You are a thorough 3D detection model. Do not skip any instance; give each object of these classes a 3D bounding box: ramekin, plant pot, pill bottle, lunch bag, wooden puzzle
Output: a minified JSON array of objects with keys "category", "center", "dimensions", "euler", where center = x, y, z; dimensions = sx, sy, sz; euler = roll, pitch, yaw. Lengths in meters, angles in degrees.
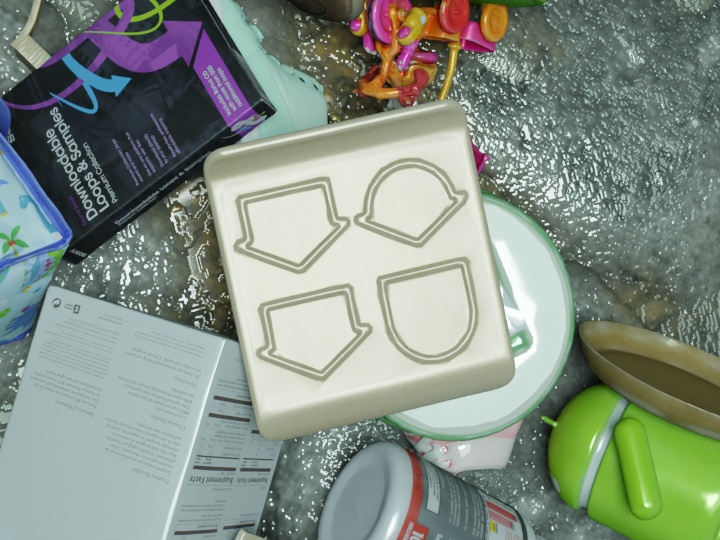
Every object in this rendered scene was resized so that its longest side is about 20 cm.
[{"category":"ramekin","center":[0.066,0.031,0.834],"dimensions":[0.196,0.098,0.204],"euler":[0,92,-5]},{"category":"plant pot","center":[0.271,0.096,0.919],"dimensions":[0.197,0.200,0.028],"euler":[17,105,-12]},{"category":"pill bottle","center":[0.072,0.230,0.896],"dimensions":[0.198,0.115,0.117],"euler":[31,83,-23]},{"category":"lunch bag","center":[-0.309,-0.046,0.784],"dimensions":[0.127,0.170,0.201],"euler":[-34,83,-37]},{"category":"wooden puzzle","center":[0.000,0.000,0.758],"dimensions":[0.182,0.046,0.204],"euler":[-12,97,-4]}]

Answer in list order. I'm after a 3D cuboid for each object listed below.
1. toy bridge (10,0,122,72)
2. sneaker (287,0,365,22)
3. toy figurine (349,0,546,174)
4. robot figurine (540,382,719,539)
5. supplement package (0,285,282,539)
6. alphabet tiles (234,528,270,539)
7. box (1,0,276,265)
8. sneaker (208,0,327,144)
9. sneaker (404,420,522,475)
[{"category":"toy bridge","center":[-0.212,-0.249,0.895],"dimensions":[0.067,0.027,0.201],"euler":[42,80,-8]},{"category":"sneaker","center":[-0.076,-0.234,0.839],"dimensions":[0.075,0.200,0.071],"euler":[-25,136,-28]},{"category":"toy figurine","center":[0.050,-0.142,0.892],"dimensions":[0.198,0.148,0.188],"euler":[-2,103,-50]},{"category":"robot figurine","center":[0.244,0.167,0.916],"dimensions":[0.198,0.175,0.117],"euler":[24,82,22]},{"category":"supplement package","center":[-0.158,0.137,0.812],"dimensions":[0.149,0.150,0.204],"euler":[14,85,22]},{"category":"alphabet tiles","center":[-0.081,0.295,0.853],"dimensions":[0.007,0.200,0.169],"euler":[23,80,33]},{"category":"box","center":[-0.179,-0.120,0.841],"dimensions":[0.199,0.036,0.144],"euler":[-36,72,9]},{"category":"sneaker","center":[-0.094,-0.172,0.911],"dimensions":[0.117,0.073,0.203],"euler":[-2,66,-48]},{"category":"sneaker","center":[0.047,0.115,0.922],"dimensions":[0.197,0.075,0.107],"euler":[16,80,-16]}]
